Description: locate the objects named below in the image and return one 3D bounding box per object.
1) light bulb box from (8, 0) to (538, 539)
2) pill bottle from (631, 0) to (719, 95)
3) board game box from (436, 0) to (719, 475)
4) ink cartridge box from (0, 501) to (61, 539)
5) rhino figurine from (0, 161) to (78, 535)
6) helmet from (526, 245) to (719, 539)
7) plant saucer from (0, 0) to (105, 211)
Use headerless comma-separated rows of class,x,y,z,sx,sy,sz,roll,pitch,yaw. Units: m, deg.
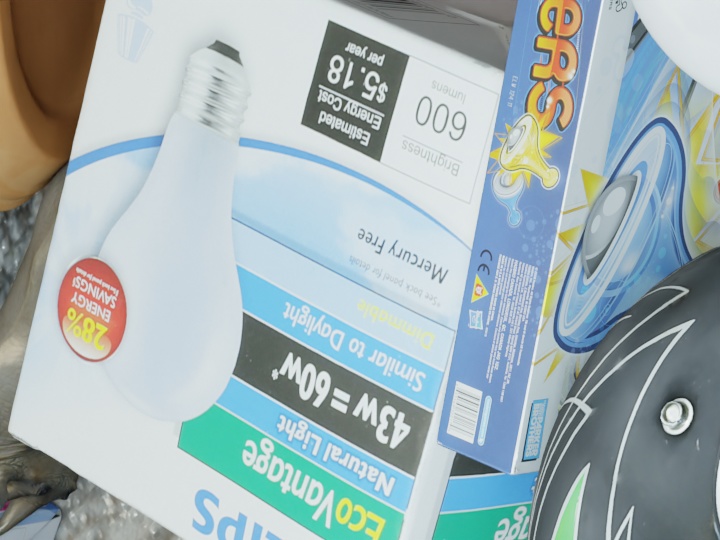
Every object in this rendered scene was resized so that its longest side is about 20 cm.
light bulb box,0.000,0.000,0.992,0.198,0.125,0.201,26,109,39
pill bottle,0.169,-0.100,0.776,0.116,0.200,0.116,3,94,42
board game box,0.097,-0.041,0.892,0.034,0.135,0.201,21,107,41
ink cartridge box,-0.233,0.116,1.253,0.200,0.076,0.137,36,116,38
rhino figurine,-0.112,0.029,1.122,0.060,0.087,0.200,45,122,28
helmet,0.140,0.089,0.823,0.191,0.200,0.200,39,118,23
plant saucer,-0.125,-0.121,1.073,0.037,0.200,0.201,5,97,13
